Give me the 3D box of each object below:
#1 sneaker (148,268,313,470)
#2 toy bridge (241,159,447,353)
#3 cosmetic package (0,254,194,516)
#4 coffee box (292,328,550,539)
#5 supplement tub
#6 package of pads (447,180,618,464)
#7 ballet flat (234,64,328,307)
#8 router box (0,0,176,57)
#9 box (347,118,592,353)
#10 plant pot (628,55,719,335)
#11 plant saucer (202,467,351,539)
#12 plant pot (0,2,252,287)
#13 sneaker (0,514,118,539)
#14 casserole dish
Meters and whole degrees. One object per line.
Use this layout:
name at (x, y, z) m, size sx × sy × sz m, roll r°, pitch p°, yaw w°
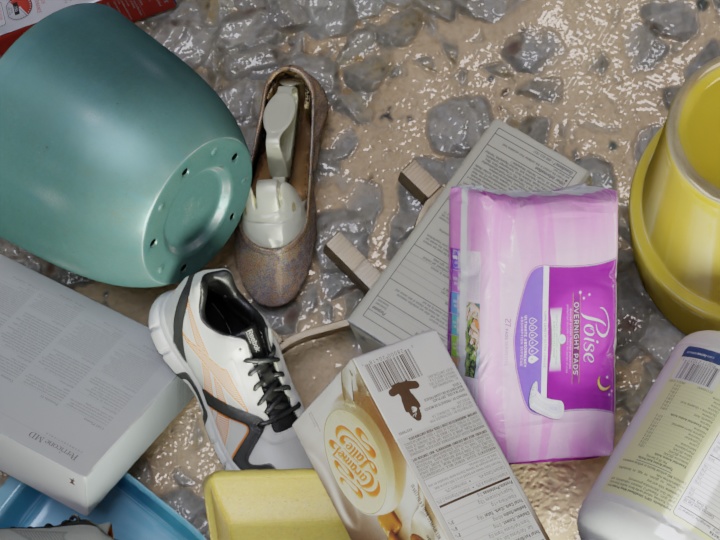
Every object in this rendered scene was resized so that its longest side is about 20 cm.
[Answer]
sneaker at (-0.084, 0.088, 1.658) m, size 0.074 × 0.080 × 0.200 m, roll -31°, pitch 82°, yaw -41°
toy bridge at (0.000, 0.000, 1.726) m, size 0.067 × 0.027 × 0.200 m, roll 44°, pitch 76°, yaw 7°
cosmetic package at (-0.247, 0.084, 1.703) m, size 0.199 × 0.052 × 0.151 m, roll 25°, pitch 47°, yaw 20°
coffee box at (0.047, 0.160, 1.558) m, size 0.079 × 0.114 × 0.201 m, roll -18°, pitch 72°, yaw -33°
supplement tub at (0.241, 0.160, 1.552) m, size 0.144 × 0.145 × 0.201 m, roll 28°, pitch 75°, yaw 20°
package of pads at (0.125, 0.037, 1.606) m, size 0.120 × 0.076 × 0.202 m, roll -2°, pitch 95°, yaw -26°
ballet flat at (-0.067, -0.073, 1.755) m, size 0.068 × 0.067 × 0.201 m, roll 1°, pitch 68°, yaw 9°
router box at (-0.268, -0.289, 1.896) m, size 0.178 × 0.049 × 0.201 m, roll -19°, pitch 65°, yaw 3°
box at (0.087, -0.004, 1.689) m, size 0.095 × 0.078 × 0.200 m, roll 33°, pitch 77°, yaw 21°
plant pot at (0.290, -0.062, 1.614) m, size 0.199 × 0.189 × 0.202 m, roll -4°, pitch 67°, yaw 10°
plant saucer at (-0.013, 0.243, 1.586) m, size 0.199 × 0.048 × 0.201 m, roll 1°, pitch 62°, yaw -22°
plant pot at (-0.181, -0.080, 1.700) m, size 0.160 × 0.201 × 0.201 m, roll 31°, pitch 76°, yaw 26°
sneaker at (-0.228, 0.215, 1.628) m, size 0.199 × 0.074 × 0.080 m, roll 13°, pitch 62°, yaw 10°
casserole dish at (-0.192, 0.219, 1.672) m, size 0.199 × 0.039 × 0.121 m, roll 35°, pitch 77°, yaw 21°
